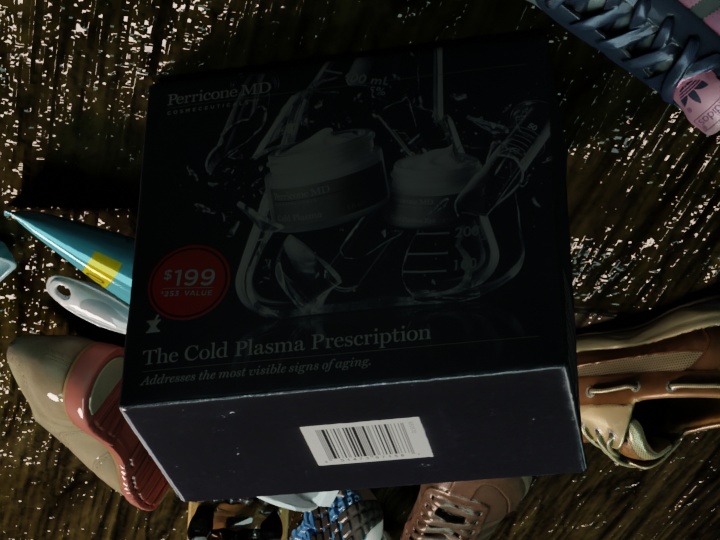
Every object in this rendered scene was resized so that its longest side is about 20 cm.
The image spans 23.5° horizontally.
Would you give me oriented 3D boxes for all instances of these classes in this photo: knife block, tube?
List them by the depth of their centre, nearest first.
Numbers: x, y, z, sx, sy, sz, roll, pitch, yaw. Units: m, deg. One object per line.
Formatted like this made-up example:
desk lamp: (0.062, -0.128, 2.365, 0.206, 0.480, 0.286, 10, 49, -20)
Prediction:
tube: (-0.098, 0.010, 0.922, 0.200, 0.051, 0.077, 26, 171, -12)
knife block: (-0.080, 0.181, 1.108, 0.064, 0.176, 0.200, 4, 148, -3)

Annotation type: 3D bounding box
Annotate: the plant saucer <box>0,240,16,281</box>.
plant saucer: (-0.275, 0.022, 1.011, 0.070, 0.019, 0.200, 22, 141, -29)

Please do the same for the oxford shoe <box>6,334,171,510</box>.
oxford shoe: (-0.161, 0.090, 1.090, 0.075, 0.071, 0.200, 20, 154, 20)

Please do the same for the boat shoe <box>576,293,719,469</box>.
boat shoe: (0.161, 0.077, 1.032, 0.076, 0.074, 0.200, 28, 141, -36)

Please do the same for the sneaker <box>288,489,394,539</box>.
sneaker: (-0.001, 0.200, 1.246, 0.086, 0.075, 0.200, 1, 156, -14)

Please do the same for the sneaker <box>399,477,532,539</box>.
sneaker: (0.065, 0.169, 1.150, 0.070, 0.076, 0.200, 21, 155, 6)

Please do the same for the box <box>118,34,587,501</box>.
box: (0.000, 0.000, 0.819, 0.199, 0.183, 0.104, -6, 146, 10)

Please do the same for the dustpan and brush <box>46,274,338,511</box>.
dustpan and brush: (-0.085, 0.048, 0.990, 0.200, 0.057, 0.140, 29, 110, 5)

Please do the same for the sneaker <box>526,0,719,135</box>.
sneaker: (0.135, -0.105, 0.743, 0.200, 0.082, 0.070, 16, 145, -22)
